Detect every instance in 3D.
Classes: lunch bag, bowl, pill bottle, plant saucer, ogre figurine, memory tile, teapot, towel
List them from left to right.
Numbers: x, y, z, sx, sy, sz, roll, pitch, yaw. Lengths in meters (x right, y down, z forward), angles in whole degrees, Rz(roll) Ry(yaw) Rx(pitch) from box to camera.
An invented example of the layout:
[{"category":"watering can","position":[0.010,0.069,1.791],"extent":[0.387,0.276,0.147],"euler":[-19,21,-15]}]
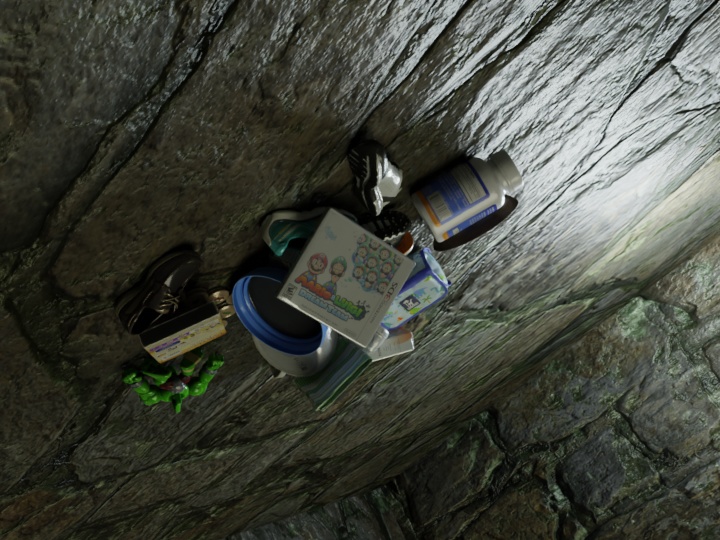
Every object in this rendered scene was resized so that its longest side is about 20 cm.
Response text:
[{"category":"ogre figurine","position":[-0.394,0.231,1.619],"extent":[0.200,0.098,0.120],"euler":[-25,147,-35]},{"category":"memory tile","position":[-0.322,0.082,1.496],"extent":[0.200,0.017,0.153],"euler":[-1,145,-47]},{"category":"bowl","position":[-0.150,0.076,1.465],"extent":[0.039,0.201,0.201],"euler":[-54,177,-41]},{"category":"teapot","position":[-0.119,0.113,1.613],"extent":[0.146,0.200,0.198],"euler":[-49,151,-44]},{"category":"towel","position":[-0.064,0.209,1.600],"extent":[0.153,0.023,0.200],"euler":[-44,-161,-8]},{"category":"lunch bag","position":[0.098,0.038,1.681],"extent":[0.170,0.128,0.200],"euler":[-35,173,10]},{"category":"pill bottle","position":[0.209,-0.149,1.495],"extent":[0.200,0.112,0.112],"euler":[-30,156,4]},{"category":"plant saucer","position":[0.232,-0.107,1.598],"extent":[0.200,0.032,0.200],"euler":[-30,-168,7]}]

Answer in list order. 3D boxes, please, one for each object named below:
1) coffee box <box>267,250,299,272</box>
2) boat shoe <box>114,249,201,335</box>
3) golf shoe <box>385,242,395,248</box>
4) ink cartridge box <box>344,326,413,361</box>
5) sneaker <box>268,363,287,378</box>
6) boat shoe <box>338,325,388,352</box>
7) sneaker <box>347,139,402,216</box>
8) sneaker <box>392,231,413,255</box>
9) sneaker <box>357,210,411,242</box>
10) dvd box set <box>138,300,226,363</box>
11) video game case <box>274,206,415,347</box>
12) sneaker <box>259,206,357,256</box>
[{"category":"coffee box","position":[-0.081,0.028,1.457],"extent":[0.123,0.200,0.044],"euler":[112,3,-55]},{"category":"boat shoe","position":[-0.340,0.042,1.327],"extent":[0.200,0.073,0.074],"euler":[-40,154,24]},{"category":"golf shoe","position":[0.000,0.000,1.487],"extent":[0.094,0.078,0.200],"euler":[7,149,-11]},{"category":"ink cartridge box","position":[-0.001,0.164,1.729],"extent":[0.200,0.050,0.162],"euler":[-11,-169,-17]},{"category":"sneaker","position":[-0.144,0.194,1.847],"extent":[0.084,0.075,0.200],"euler":[-7,158,-37]},{"category":"boat shoe","position":[-0.027,0.112,1.652],"extent":[0.069,0.200,0.072],"euler":[-55,148,-7]},{"category":"sneaker","position":[0.031,-0.173,1.328],"extent":[0.080,0.074,0.200],"euler":[-39,163,-12]},{"category":"sneaker","position":[0.028,-0.009,1.630],"extent":[0.200,0.076,0.092],"euler":[-28,161,1]},{"category":"sneaker","position":[0.004,-0.059,1.514],"extent":[0.200,0.067,0.091],"euler":[-21,158,-9]},{"category":"dvd box set","position":[-0.328,0.118,1.443],"extent":[0.146,0.029,0.200],"euler":[-25,169,-11]},{"category":"video game case","position":[-0.024,0.014,1.361],"extent":[0.200,0.024,0.182],"euler":[32,87,-24]},{"category":"sneaker","position":[-0.087,-0.062,1.387],"extent":[0.200,0.080,0.078],"euler":[-10,150,-37]}]
